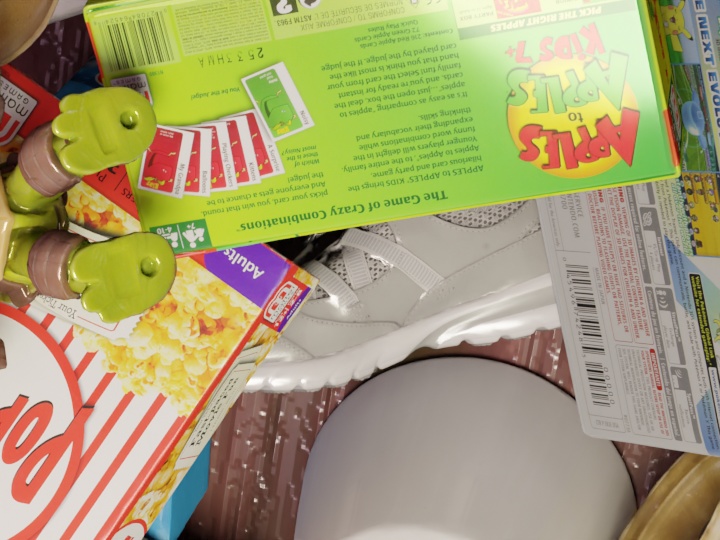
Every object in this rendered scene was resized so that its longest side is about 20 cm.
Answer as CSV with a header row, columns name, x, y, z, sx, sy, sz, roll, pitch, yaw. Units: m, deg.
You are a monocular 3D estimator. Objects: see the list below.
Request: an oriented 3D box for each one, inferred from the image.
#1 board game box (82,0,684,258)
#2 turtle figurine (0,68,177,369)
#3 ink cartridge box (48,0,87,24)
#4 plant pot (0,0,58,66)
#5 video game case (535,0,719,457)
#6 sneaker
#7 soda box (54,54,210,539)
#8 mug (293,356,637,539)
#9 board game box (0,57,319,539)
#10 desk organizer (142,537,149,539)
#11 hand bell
name,x,y,z,sx,sy,sz,roll,pitch,yaw
board game box,0.010,-0.073,1.057,0.199,0.048,0.102,-9,113,12
turtle figurine,-0.130,-0.006,1.075,0.161,0.064,0.201,-8,76,51
ink cartridge box,-0.109,-0.211,1.170,0.162,0.057,0.201,-16,111,18
plant pot,-0.197,-0.157,1.105,0.199,0.028,0.201,15,137,15
video game case,0.127,-0.026,1.099,0.182,0.022,0.201,5,110,56
sneaker,0.000,0.000,1.200,0.199,0.075,0.082,-14,94,-14
soda box,-0.097,0.014,1.243,0.064,0.068,0.201,8,113,10
mug,0.049,0.144,1.215,0.186,0.153,0.150,33,114,-2
board game box,-0.135,0.042,1.145,0.151,0.046,0.200,34,90,15
desk organizer,-0.112,0.158,1.251,0.200,0.072,0.077,32,149,-27
hand bell,0.200,0.160,1.170,0.200,0.104,0.104,33,115,-9
